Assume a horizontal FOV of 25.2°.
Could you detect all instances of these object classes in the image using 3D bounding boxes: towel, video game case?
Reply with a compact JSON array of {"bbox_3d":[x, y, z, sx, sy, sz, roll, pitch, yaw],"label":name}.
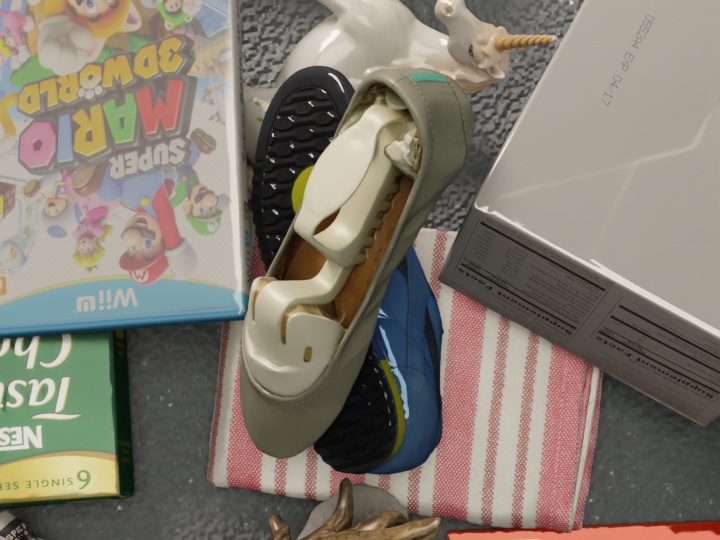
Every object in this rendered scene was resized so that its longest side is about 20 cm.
[{"bbox_3d":[0.025,0.052,0.833,0.199,0.030,0.147,7,83,3],"label":"towel"},{"bbox_3d":[-0.126,-0.071,0.794,0.142,0.018,0.201,-5,82,12],"label":"video game case"}]

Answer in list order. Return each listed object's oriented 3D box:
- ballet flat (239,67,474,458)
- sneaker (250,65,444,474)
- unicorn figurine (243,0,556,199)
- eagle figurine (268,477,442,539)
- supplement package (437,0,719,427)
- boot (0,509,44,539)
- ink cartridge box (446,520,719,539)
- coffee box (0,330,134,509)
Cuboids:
[{"bbox_3d":[-0.018,-0.003,0.723,0.067,0.064,0.201,37,109,28],"label":"ballet flat"},{"bbox_3d":[0.000,0.000,0.793,0.066,0.078,0.201,-13,86,32],"label":"sneaker"},{"bbox_3d":[-0.014,-0.113,0.825,0.200,0.074,0.137,-40,96,24],"label":"unicorn figurine"},{"bbox_3d":[0.005,0.211,0.749,0.151,0.152,0.201,-34,107,-21],"label":"eagle figurine"},{"bbox_3d":[0.156,-0.056,0.783,0.155,0.111,0.200,29,71,4],"label":"supplement package"},{"bbox_3d":[-0.153,0.159,0.795,0.199,0.074,0.096,-25,79,-8],"label":"boot"},{"bbox_3d":[0.144,0.215,0.800,0.199,0.044,0.175,-2,83,0],"label":"ink cartridge box"},{"bbox_3d":[-0.183,0.022,0.827,0.122,0.044,0.201,-3,82,0],"label":"coffee box"}]
